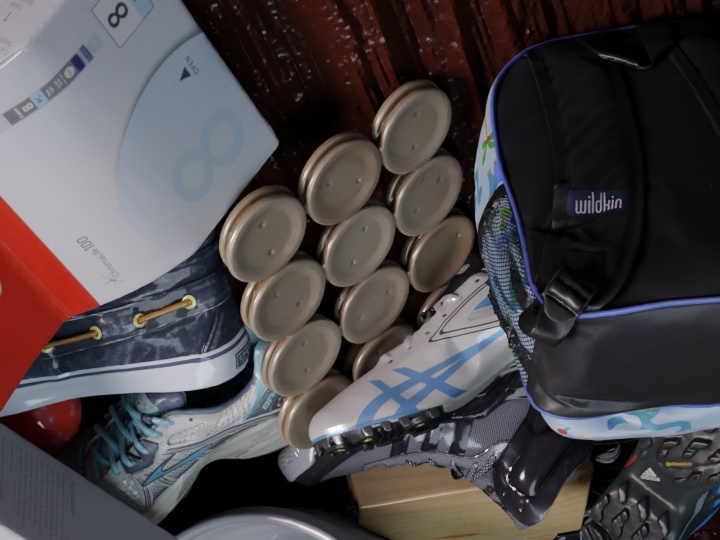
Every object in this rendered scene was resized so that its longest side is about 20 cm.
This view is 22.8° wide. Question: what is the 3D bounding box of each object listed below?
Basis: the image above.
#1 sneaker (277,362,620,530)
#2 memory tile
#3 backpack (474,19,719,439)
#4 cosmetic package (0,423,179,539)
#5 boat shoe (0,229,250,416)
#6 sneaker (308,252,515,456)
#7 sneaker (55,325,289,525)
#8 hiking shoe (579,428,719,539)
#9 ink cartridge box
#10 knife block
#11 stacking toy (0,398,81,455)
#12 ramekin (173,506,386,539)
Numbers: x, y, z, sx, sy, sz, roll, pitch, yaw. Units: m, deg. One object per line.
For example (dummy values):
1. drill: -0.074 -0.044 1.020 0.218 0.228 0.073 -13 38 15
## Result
1. sneaker: 0.056 0.110 1.068 0.199 0.114 0.075 -25 178 5
2. memory tile: 0.000 0.000 0.963 0.153 0.017 0.201 -37 142 -20
3. backpack: 0.145 -0.019 0.899 0.182 0.201 0.147 -6 139 -7
4. cosmetic package: -0.183 0.162 0.966 0.101 0.071 0.200 -35 128 21
5. boat shoe: -0.161 0.018 0.946 0.199 0.071 0.091 -8 113 8
6. sneaker: 0.053 0.039 1.001 0.199 0.073 0.072 -31 170 -9
7. sneaker: -0.118 0.085 1.016 0.199 0.078 0.086 -32 146 0
8. hiking shoe: 0.205 0.101 1.075 0.200 0.074 0.087 -53 167 32
9. ink cartridge box: -0.139 -0.038 0.815 0.200 0.047 0.160 -55 142 -17
10. knife block: 0.109 0.119 1.147 0.175 0.064 0.200 -39 135 23
11. stacking toy: -0.247 0.115 1.010 0.199 0.086 0.085 -26 139 4
12. ramekin: -0.044 0.241 1.112 0.200 0.201 0.105 -31 173 16
